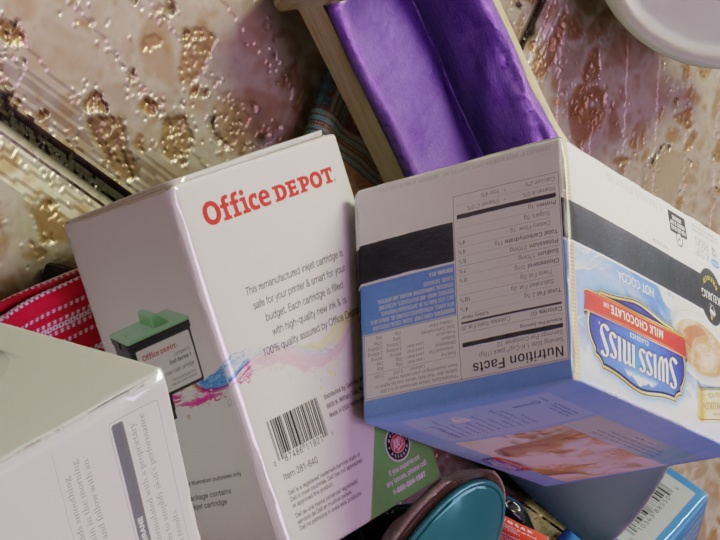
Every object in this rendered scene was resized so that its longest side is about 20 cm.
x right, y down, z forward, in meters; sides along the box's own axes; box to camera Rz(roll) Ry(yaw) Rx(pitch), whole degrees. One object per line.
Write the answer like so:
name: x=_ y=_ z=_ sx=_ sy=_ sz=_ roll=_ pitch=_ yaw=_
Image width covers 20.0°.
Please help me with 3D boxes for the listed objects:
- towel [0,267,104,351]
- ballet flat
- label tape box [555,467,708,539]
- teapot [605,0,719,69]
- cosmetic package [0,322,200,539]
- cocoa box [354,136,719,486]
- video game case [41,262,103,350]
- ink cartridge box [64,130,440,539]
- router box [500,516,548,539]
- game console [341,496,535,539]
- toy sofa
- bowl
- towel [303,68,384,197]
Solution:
towel: x=-0.130 y=0.093 z=1.100 sx=0.144 sy=0.022 sz=0.201 roll=-25 pitch=115 yaw=-39
ballet flat: x=0.015 y=0.193 z=1.135 sx=0.067 sy=0.062 sz=0.201 roll=24 pitch=92 yaw=-31
label tape box: x=0.166 y=0.240 z=1.414 sx=0.143 sy=0.066 sz=0.201 roll=-43 pitch=154 yaw=-31
teapot: x=0.242 y=-0.240 z=1.350 sx=0.200 sy=0.197 sz=0.146 roll=-56 pitch=-175 yaw=26
cosmetic package: x=-0.212 y=0.121 z=0.931 sx=0.199 sy=0.199 sz=0.124 roll=-27 pitch=116 yaw=-38
cocoa box: x=0.104 y=0.031 z=1.109 sx=0.200 sy=0.133 sz=0.132 roll=24 pitch=58 yaw=-52
video game case: x=-0.116 y=0.105 z=1.148 sx=0.199 sy=0.025 sz=0.182 roll=17 pitch=87 yaw=-44
ink cartridge box: x=-0.054 y=0.043 z=1.070 sx=0.145 sy=0.084 sz=0.201 roll=-23 pitch=97 yaw=-53
router box: x=0.048 y=0.262 z=1.164 sx=0.049 sy=0.180 sz=0.201 roll=25 pitch=106 yaw=-8
game console: x=0.041 y=0.256 z=1.276 sx=0.119 sy=0.170 sz=0.201 roll=-67 pitch=141 yaw=-49
toy sofa: x=0.043 y=-0.104 z=1.190 sx=0.083 sy=0.097 sz=0.201 roll=-51 pitch=125 yaw=-39
bowl: x=0.139 y=0.062 z=1.298 sx=0.104 sy=0.201 sz=0.202 roll=23 pitch=80 yaw=-7
towel: x=0.000 y=0.000 z=1.220 sx=0.146 sy=0.022 sz=0.201 roll=35 pitch=63 yaw=-44
